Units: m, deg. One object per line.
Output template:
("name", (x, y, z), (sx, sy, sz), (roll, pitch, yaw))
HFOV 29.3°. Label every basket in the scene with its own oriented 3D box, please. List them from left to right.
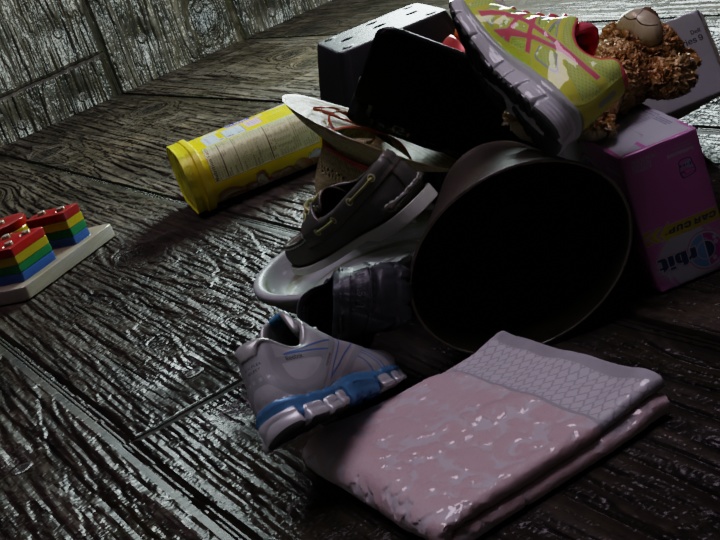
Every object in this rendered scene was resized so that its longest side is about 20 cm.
("basket", (0.123, -0.035, 1.125), (0.180, 0.136, 0.200), (-34, 12, 11))

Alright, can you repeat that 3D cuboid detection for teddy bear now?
("teddy bear", (0.199, -0.160, 1.128), (0.199, 0.067, 0.145), (-30, 22, -22))

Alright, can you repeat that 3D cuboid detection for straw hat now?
("straw hat", (-0.001, -0.096, 1.333), (0.200, 0.086, 0.201), (20, 13, -5))

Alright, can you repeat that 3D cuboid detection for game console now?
("game console", (0.099, -0.170, 1.319), (0.199, 0.117, 0.176), (20, 24, -3))

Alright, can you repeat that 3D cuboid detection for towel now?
("towel", (0.079, 0.105, 0.927), (0.190, 0.032, 0.200), (-28, 18, -20))

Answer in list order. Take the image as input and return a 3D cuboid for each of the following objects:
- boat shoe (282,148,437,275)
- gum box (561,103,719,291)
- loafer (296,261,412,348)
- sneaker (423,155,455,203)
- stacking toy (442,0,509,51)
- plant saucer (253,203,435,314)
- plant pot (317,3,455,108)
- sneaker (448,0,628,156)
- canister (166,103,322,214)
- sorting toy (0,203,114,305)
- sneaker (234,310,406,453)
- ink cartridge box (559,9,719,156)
("boat shoe", (-0.012, -0.050, 1.204), (0.072, 0.060, 0.201), (-48, 13, -35))
("gum box", (0.225, -0.071, 1.139), (0.066, 0.114, 0.200), (-21, 18, -2))
("loafer", (-0.018, 0.032, 1.095), (0.070, 0.069, 0.201), (2, -14, -16))
("sneaker", (0.042, -0.075, 1.422), (0.108, 0.070, 0.200), (-25, 11, -29))
("stacking toy", (0.107, -0.193, 1.496), (0.200, 0.146, 0.146), (-40, 16, 7))
("plant saucer", (0.000, 0.000, 1.289), (0.199, 0.050, 0.200), (-20, 17, 6))
("plant pot", (0.050, -0.205, 1.624), (0.199, 0.178, 0.200), (-23, 19, -6))
("sneaker", (0.138, -0.167, 1.065), (0.090, 0.078, 0.200), (-32, 45, -1))
("canister", (-0.149, -0.158, 1.861), (0.199, 0.087, 0.149), (-23, 18, -10))
("sorting toy", (-0.468, -0.022, 1.844), (0.198, 0.070, 0.200), (-10, 21, 31))
("sneaker", (-0.030, 0.066, 0.995), (0.075, 0.087, 0.200), (-33, -9, 17))
("ink cartridge box", (0.254, -0.171, 1.354), (0.145, 0.088, 0.200), (-23, -3, -7))
